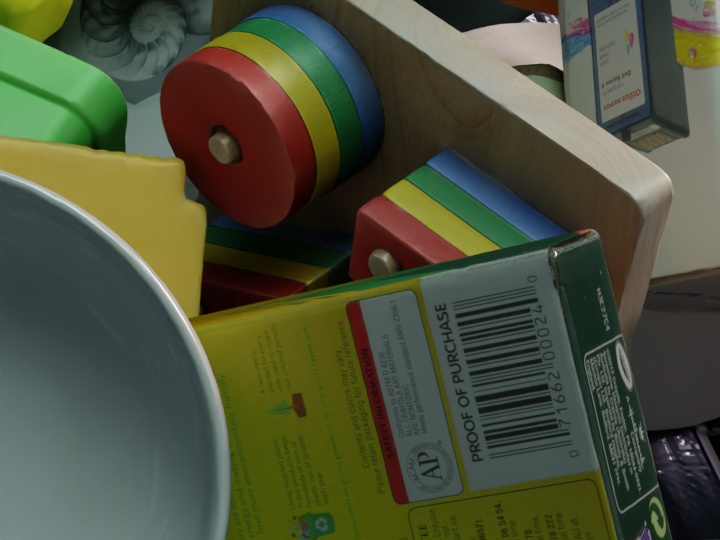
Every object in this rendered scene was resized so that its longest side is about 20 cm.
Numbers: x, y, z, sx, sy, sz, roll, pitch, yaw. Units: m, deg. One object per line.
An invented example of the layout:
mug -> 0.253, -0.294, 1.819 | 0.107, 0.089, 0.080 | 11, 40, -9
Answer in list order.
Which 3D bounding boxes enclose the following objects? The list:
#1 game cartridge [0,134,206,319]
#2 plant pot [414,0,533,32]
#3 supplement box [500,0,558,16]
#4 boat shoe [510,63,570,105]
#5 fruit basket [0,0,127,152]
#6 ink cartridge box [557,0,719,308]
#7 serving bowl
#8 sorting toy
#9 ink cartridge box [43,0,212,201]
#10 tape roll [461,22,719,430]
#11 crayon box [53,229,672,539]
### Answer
game cartridge -> -0.159, 0.037, 0.834 | 0.200, 0.032, 0.176 | 7, 81, -14
plant pot -> 0.028, -0.182, 1.160 | 0.200, 0.134, 0.200 | 9, 40, -8
supplement box -> 0.103, -0.214, 1.035 | 0.069, 0.067, 0.200 | 8, 78, -29
boat shoe -> 0.100, -0.044, 0.973 | 0.200, 0.072, 0.076 | -12, 78, -38
fruit basket -> -0.178, -0.083, 0.951 | 0.216, 0.156, 0.216 | 4, 54, -5
ink cartridge box -> 0.156, -0.088, 0.929 | 0.145, 0.088, 0.200 | 3, 82, -37
serving bowl -> -0.136, 0.063, 0.772 | 0.200, 0.200, 0.066 | 20, 4, 5
sorting toy -> 0.000, 0.000, 0.885 | 0.199, 0.200, 0.070 | 37, 53, 24
ink cartridge box -> -0.108, -0.142, 1.041 | 0.200, 0.041, 0.200 | 34, 87, 22
tape roll -> 0.102, -0.024, 1.046 | 0.202, 0.071, 0.202 | 9, 39, -8
crayon box -> -0.005, 0.068, 0.790 | 0.200, 0.127, 0.051 | -12, 4, 25
